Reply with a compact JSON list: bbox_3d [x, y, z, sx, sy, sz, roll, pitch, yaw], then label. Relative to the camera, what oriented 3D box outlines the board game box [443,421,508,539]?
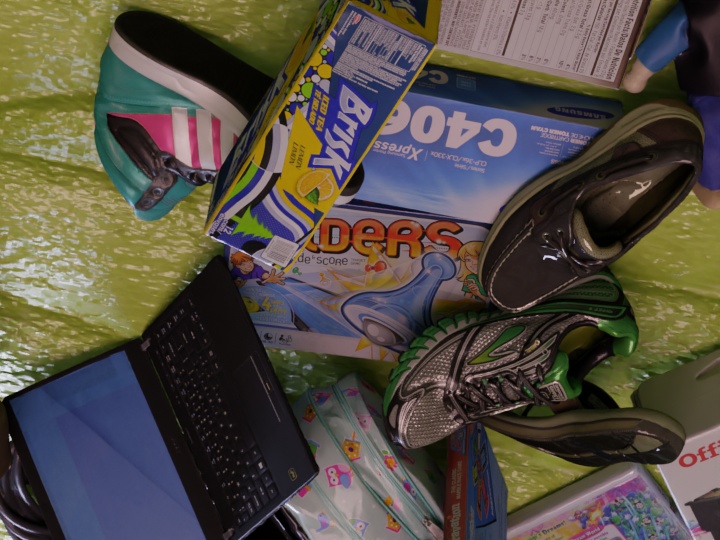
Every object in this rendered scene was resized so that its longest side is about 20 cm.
[{"bbox_3d":[0.085,0.191,1.705,0.019,0.200,0.103,-12,123,13],"label":"board game box"}]

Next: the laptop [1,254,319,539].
[{"bbox_3d":[-0.148,0.118,1.664,0.103,0.177,0.200,-12,159,-39],"label":"laptop"}]

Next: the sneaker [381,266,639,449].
[{"bbox_3d":[0.104,0.066,1.647,0.200,0.085,0.078,-32,134,-1],"label":"sneaker"}]

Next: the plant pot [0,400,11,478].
[{"bbox_3d":[-0.351,0.063,1.662,0.200,0.200,0.175,1,106,2],"label":"plant pot"}]

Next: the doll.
[{"bbox_3d":[0.244,-0.135,1.563,0.136,0.048,0.200,-7,125,6],"label":"doll"}]

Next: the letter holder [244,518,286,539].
[{"bbox_3d":[-0.055,0.312,1.782,0.200,0.101,0.142,42,98,6],"label":"letter holder"}]

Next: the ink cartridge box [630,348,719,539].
[{"bbox_3d":[0.307,0.156,1.733,0.146,0.083,0.200,-24,121,10],"label":"ink cartridge box"}]

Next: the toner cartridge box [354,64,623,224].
[{"bbox_3d":[0.074,-0.086,1.608,0.200,0.043,0.095,10,126,-5],"label":"toner cartridge box"}]

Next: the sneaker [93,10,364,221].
[{"bbox_3d":[-0.103,-0.075,1.581,0.200,0.084,0.121,34,124,8],"label":"sneaker"}]

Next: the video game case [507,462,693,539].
[{"bbox_3d":[0.180,0.251,1.852,0.200,0.024,0.182,-29,119,21],"label":"video game case"}]

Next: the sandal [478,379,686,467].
[{"bbox_3d":[0.164,0.105,1.688,0.080,0.057,0.201,25,163,-34],"label":"sandal"}]

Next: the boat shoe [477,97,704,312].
[{"bbox_3d":[0.154,-0.034,1.573,0.072,0.066,0.201,36,119,-22],"label":"boat shoe"}]

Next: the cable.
[{"bbox_3d":[-0.183,0.174,1.804,0.200,0.051,0.163,-1,120,6],"label":"cable"}]

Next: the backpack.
[{"bbox_3d":[0.001,0.175,1.738,0.127,0.167,0.200,-39,116,-1],"label":"backpack"}]

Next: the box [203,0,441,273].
[{"bbox_3d":[-0.025,-0.097,1.452,0.064,0.070,0.200,26,124,-14],"label":"box"}]

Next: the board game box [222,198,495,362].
[{"bbox_3d":[0.000,0.000,1.676,0.200,0.034,0.136,7,125,-3],"label":"board game box"}]

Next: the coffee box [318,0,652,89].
[{"bbox_3d":[0.079,-0.195,1.489,0.200,0.114,0.080,12,125,-7],"label":"coffee box"}]
